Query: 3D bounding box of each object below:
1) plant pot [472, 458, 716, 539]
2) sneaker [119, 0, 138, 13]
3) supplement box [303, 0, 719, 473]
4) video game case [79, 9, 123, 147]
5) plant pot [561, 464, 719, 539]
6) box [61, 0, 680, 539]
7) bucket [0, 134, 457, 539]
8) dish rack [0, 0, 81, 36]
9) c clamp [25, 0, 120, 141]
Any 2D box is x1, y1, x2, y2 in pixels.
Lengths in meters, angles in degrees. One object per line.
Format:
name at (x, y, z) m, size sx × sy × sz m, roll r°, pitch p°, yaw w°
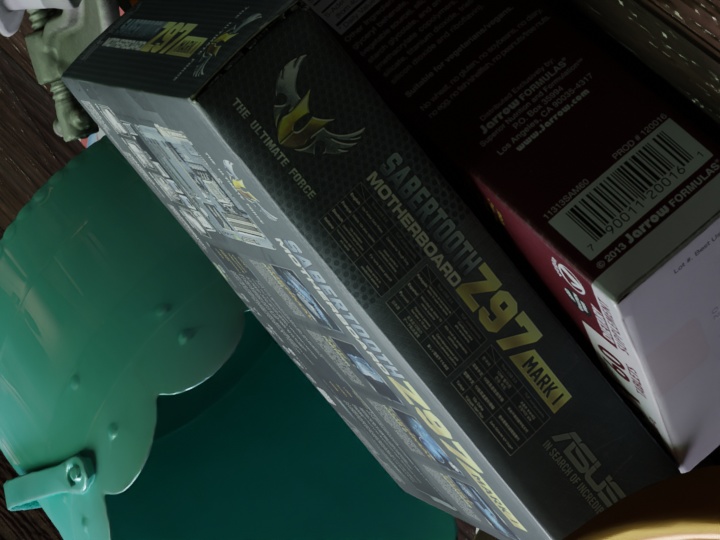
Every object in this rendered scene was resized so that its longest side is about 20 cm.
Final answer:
plant pot at (0.133, 0.170, 1.002) m, size 0.199 × 0.188 × 0.188 m, roll 27°, pitch 162°, yaw 19°
sneaker at (-0.051, -0.104, 1.091) m, size 0.200 × 0.070 × 0.090 m, roll 51°, pitch 176°, yaw 30°
supplement box at (0.048, -0.038, 0.892) m, size 0.200 × 0.061 × 0.109 m, roll 44°, pitch 170°, yaw 36°
video game case at (-0.048, -0.048, 1.217) m, size 0.200 × 0.017 × 0.143 m, roll 46°, pitch 140°, yaw 26°
plant pot at (0.135, 0.127, 0.722) m, size 0.199 × 0.140 × 0.201 m, roll 13°, pitch 116°, yaw 28°
box at (0.000, 0.000, 0.901) m, size 0.200 × 0.051 × 0.158 m, roll 50°, pitch 170°, yaw -17°
bucket at (-0.047, 0.044, 1.090) m, size 0.135 × 0.207 × 0.208 m, roll 43°, pitch 168°, yaw 38°
dish rack at (-0.102, -0.183, 0.878) m, size 0.200 × 0.043 × 0.173 m, roll 77°, pitch -166°, yaw -68°
c clamp at (-0.129, -0.142, 1.062) m, size 0.171 × 0.027 × 0.201 m, roll -163°, pitch 57°, yaw -72°
